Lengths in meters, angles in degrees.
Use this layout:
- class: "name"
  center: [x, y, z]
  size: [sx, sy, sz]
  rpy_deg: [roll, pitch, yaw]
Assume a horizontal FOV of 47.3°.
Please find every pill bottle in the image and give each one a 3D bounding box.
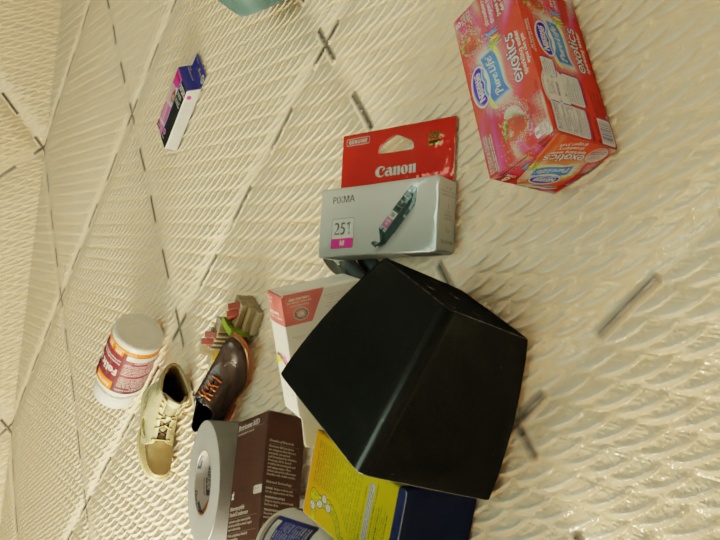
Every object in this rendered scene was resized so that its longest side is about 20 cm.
- class: "pill bottle"
  center: [-0.045, 0.381, 1.063]
  size: [0.199, 0.118, 0.122]
  rpy_deg: [-9, 76, 55]
- class: "pill bottle"
  center: [-0.515, 0.202, 1.809]
  size: [0.201, 0.113, 0.115]
  rpy_deg: [-59, 40, 31]

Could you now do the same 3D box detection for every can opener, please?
- class: "can opener"
  center: [0.000, 0.000, 1.142]
  size: [0.200, 0.052, 0.067]
  rpy_deg: [49, 157, 50]

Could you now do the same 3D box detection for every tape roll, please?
- class: "tape roll"
  center: [-0.234, 0.354, 1.376]
  size: [0.200, 0.065, 0.204]
  rpy_deg: [-173, 90, -66]

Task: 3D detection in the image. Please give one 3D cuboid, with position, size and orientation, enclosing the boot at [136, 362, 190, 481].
- class: "boot"
  center: [-0.389, 0.301, 1.638]
  size: [0.155, 0.072, 0.203]
  rpy_deg: [-43, 45, 48]

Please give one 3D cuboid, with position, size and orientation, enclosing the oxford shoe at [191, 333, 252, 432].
- class: "oxford shoe"
  center: [-0.242, 0.201, 1.418]
  size: [0.071, 0.072, 0.203]
  rpy_deg: [31, 119, 22]

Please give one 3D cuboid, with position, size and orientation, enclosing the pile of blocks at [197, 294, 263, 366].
- class: "pile of blocks"
  center: [-0.242, 0.121, 1.460]
  size: [0.200, 0.061, 0.083]
  rpy_deg: [-51, 45, 39]

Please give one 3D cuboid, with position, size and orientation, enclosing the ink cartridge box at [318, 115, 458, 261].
- class: "ink cartridge box"
  center: [0.033, -0.105, 1.062]
  size: [0.198, 0.043, 0.177]
  rpy_deg: [-3, 82, 40]

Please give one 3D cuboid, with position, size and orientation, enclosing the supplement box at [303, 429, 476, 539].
- class: "supplement box"
  center: [0.030, 0.275, 0.980]
  size: [0.199, 0.107, 0.112]
  rpy_deg: [18, 99, 56]

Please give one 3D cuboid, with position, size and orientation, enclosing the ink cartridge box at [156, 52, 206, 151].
- class: "ink cartridge box"
  center: [-0.395, -0.372, 1.809]
  size: [0.201, 0.037, 0.095]
  rpy_deg: [-57, 42, 31]

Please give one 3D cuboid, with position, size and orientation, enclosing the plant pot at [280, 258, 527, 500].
- class: "plant pot"
  center: [0.063, 0.106, 0.902]
  size: [0.199, 0.198, 0.180]
  rpy_deg: [39, 105, 52]

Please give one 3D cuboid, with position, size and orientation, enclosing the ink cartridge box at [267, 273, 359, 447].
- class: "ink cartridge box"
  center: [-0.048, 0.117, 1.088]
  size: [0.067, 0.115, 0.204]
  rpy_deg: [-165, 66, -66]

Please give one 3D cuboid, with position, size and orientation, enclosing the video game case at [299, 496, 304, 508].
- class: "video game case"
  center: [-0.140, 0.443, 1.283]
  size: [0.181, 0.022, 0.204]
  rpy_deg: [-4, 80, 56]

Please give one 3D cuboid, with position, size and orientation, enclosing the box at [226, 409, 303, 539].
- class: "box"
  center: [-0.141, 0.322, 1.231]
  size: [0.100, 0.074, 0.203]
  rpy_deg: [-30, 48, 47]

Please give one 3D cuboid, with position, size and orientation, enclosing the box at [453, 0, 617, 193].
- class: "box"
  center: [0.177, -0.194, 0.855]
  size: [0.095, 0.098, 0.203]
  rpy_deg: [-36, 56, 47]

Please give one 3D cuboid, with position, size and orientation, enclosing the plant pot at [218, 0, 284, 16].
- class: "plant pot"
  center: [-0.188, -0.520, 1.415]
  size: [0.199, 0.199, 0.137]
  rpy_deg: [15, 132, 56]
